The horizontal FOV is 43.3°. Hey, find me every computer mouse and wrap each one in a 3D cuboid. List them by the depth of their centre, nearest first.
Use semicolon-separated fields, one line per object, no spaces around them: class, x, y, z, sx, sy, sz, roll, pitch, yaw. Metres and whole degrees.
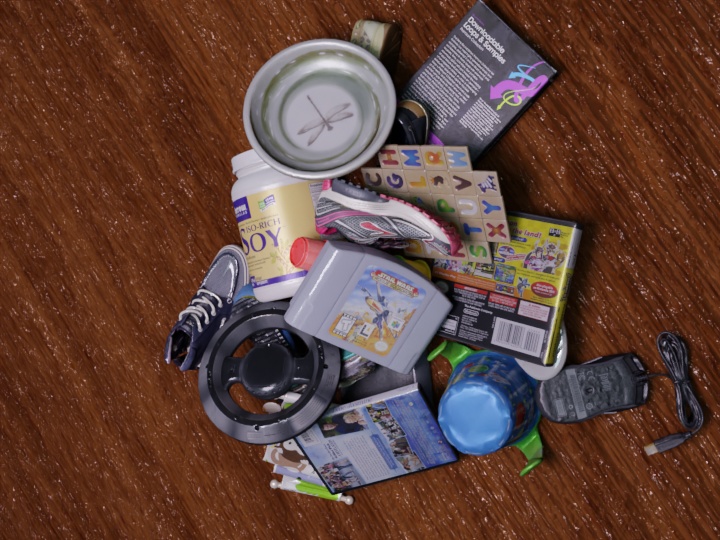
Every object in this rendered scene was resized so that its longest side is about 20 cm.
computer mouse;0.333;0.172;1.163;0.199;0.046;0.141;-21;83;10

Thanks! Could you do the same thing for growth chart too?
growth chart;-0.072;0.250;1.277;0.144;0.018;0.201;8;125;1

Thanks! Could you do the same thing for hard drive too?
hard drive;0.032;0.162;1.277;0.134;0.042;0.202;-4;93;21

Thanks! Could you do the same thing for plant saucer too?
plant saucer;-0.051;-0.201;1.173;0.198;0.050;0.202;-2;71;6

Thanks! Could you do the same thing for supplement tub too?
supplement tub;-0.096;-0.068;1.250;0.144;0.145;0.202;-14;90;22

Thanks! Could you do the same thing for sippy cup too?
sippy cup;0.162;0.178;1.181;0.177;0.130;0.141;16;100;20

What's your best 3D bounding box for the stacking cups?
stacking cups;0.000;0.000;1.186;0.060;0.199;0.061;-18;67;50

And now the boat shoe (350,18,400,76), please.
boat shoe;-0.003;-0.242;1.242;0.062;0.073;0.201;20;91;24

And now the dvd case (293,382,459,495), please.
dvd case;0.017;0.232;1.232;0.199;0.018;0.143;-19;121;18

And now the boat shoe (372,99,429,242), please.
boat shoe;0.051;-0.126;1.212;0.074;0.062;0.201;20;123;27

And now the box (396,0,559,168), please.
box;0.143;-0.233;1.201;0.143;0.036;0.200;47;110;11

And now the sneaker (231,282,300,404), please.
sneaker;-0.119;0.108;1.327;0.066;0.079;0.201;-22;106;16

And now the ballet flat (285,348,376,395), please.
ballet flat;-0.065;0.146;1.257;0.199;0.072;0.073;-18;88;20

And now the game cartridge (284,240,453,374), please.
game cartridge;0.017;0.045;1.157;0.199;0.042;0.134;25;108;-28

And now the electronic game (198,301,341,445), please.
electronic game;-0.122;0.134;1.212;0.198;0.042;0.201;-6;62;11

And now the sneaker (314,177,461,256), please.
sneaker;0.035;-0.056;1.152;0.199;0.081;0.075;20;94;25

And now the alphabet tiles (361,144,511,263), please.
alphabet tiles;0.095;-0.085;1.162;0.199;0.006;0.167;6;127;35

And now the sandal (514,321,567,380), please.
sandal;0.220;0.044;1.189;0.082;0.050;0.204;-32;69;30

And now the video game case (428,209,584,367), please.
video game case;0.177;0.012;1.177;0.199;0.025;0.182;14;94;38

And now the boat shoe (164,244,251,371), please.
boat shoe;-0.225;0.060;1.340;0.074;0.093;0.201;22;103;18
